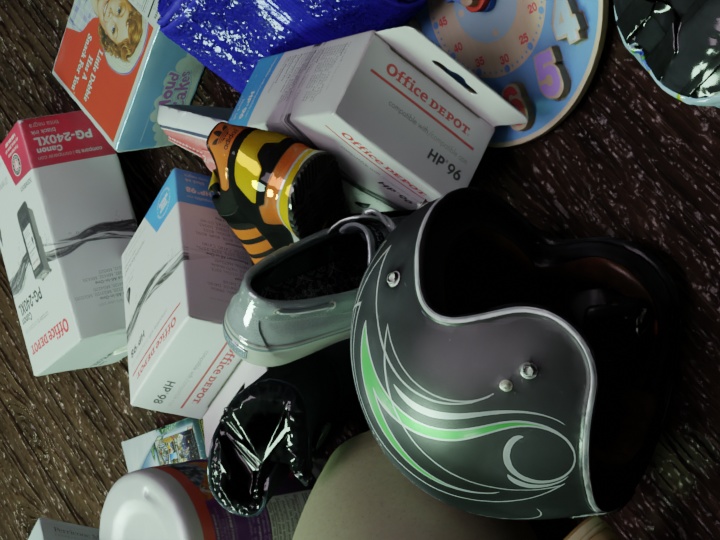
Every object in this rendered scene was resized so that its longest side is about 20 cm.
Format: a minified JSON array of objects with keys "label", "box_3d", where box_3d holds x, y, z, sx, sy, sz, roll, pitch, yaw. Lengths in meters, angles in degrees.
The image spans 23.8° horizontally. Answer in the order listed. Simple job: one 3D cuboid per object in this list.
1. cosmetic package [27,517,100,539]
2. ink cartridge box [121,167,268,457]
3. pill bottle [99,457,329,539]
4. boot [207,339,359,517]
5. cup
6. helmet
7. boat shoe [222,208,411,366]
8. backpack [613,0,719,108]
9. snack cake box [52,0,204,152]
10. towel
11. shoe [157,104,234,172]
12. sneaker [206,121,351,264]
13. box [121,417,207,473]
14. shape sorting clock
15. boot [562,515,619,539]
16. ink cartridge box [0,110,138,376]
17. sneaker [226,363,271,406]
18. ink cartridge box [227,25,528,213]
[{"label":"cosmetic package","box_3d":[-0.147,0.266,1.276,0.052,0.199,0.151,-62,30,19]},{"label":"ink cartridge box","box_3d":[-0.133,0.033,1.347,0.116,0.066,0.201,-54,33,38]},{"label":"pill bottle","box_3d":[-0.085,0.192,1.273,0.111,0.199,0.112,4,95,45]},{"label":"boot","box_3d":[-0.025,0.068,1.191,0.076,0.168,0.201,32,106,7]},{"label":"cup","box_3d":[0.035,0.192,1.177,0.200,0.199,0.144,-44,41,42]},{"label":"helmet","box_3d":[0.087,0.054,1.074,0.190,0.200,0.201,14,107,28]},{"label":"boat shoe","box_3d":[-0.001,0.000,1.141,0.070,0.200,0.072,49,144,24]},{"label":"backpack","box_3d":[0.233,-0.170,0.927,0.200,0.154,0.164,-38,70,21]},{"label":"snack cake box","box_3d":[-0.176,-0.213,1.408,0.115,0.067,0.201,47,128,30]},{"label":"towel","box_3d":[-0.056,-0.188,1.211,0.148,0.050,0.200,41,144,-8]},{"label":"shoe","box_3d":[-0.091,-0.073,1.335,0.200,0.071,0.092,18,107,41]},{"label":"sneaker","box_3d":[-0.062,-0.042,1.200,0.090,0.070,0.200,29,159,14]},{"label":"box","box_3d":[-0.130,0.226,1.452,0.136,0.038,0.201,-22,80,47]},{"label":"shape sorting clock","box_3d":[0.084,-0.183,1.149,0.199,0.039,0.201,10,104,47]},{"label":"boot","box_3d":[0.179,0.250,1.050,0.155,0.073,0.201,41,155,34]},{"label":"ink cartridge box","box_3d":[-0.255,-0.021,1.495,0.145,0.083,0.201,-32,72,59]},{"label":"sneaker","box_3d":[-0.053,0.102,1.325,0.075,0.070,0.201,35,123,32]},{"label":"ink cartridge box","box_3d":[0.007,-0.097,1.156,0.200,0.116,0.068,-1,58,59]}]
